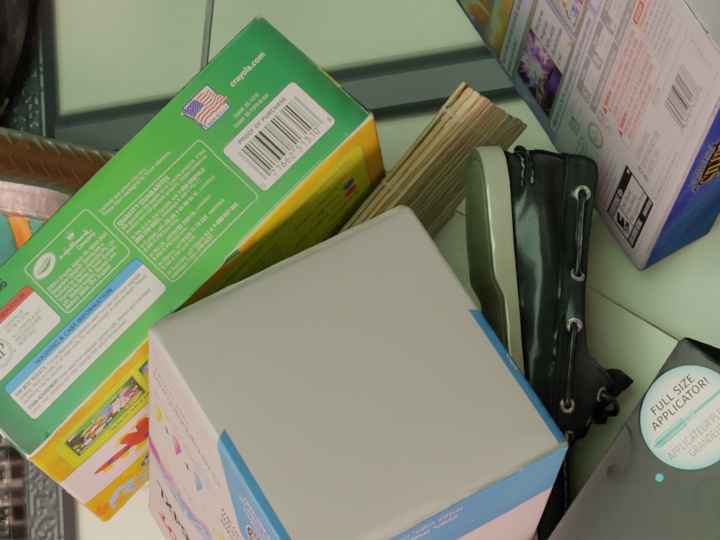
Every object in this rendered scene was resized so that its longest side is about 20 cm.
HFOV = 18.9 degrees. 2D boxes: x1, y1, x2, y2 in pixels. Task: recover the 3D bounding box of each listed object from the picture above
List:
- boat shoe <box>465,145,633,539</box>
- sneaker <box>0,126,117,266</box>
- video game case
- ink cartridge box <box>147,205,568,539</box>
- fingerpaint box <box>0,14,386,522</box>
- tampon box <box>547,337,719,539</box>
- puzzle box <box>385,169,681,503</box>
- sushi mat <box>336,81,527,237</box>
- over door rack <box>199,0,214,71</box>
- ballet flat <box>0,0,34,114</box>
[{"bbox_3d":[0.089,0.042,0.973,0.066,0.074,0.201,-6,88,-8],"label":"boat shoe"},{"bbox_3d":[-0.140,-0.014,1.106,0.199,0.071,0.080,17,124,11],"label":"sneaker"},{"bbox_3d":[0.108,-0.119,0.945,0.045,0.200,0.182,-28,72,-15],"label":"video game case"},{"bbox_3d":[-0.009,0.094,0.934,0.125,0.200,0.129,-25,65,-19],"label":"ink cartridge box"},{"bbox_3d":[-0.081,0.004,0.960,0.073,0.167,0.200,43,82,14],"label":"fingerpaint box"},{"bbox_3d":[0.188,0.147,0.913,0.200,0.126,0.150,35,97,22],"label":"tampon box"},{"bbox_3d":[0.043,0.044,1.040,0.200,0.025,0.133,32,96,23],"label":"puzzle box"},{"bbox_3d":[0.000,0.000,0.997,0.012,0.096,0.200,43,100,17],"label":"sushi mat"},{"bbox_3d":[-0.123,-0.157,1.086,0.147,0.067,0.201,20,109,22],"label":"over door rack"},{"bbox_3d":[-0.206,-0.168,1.165,0.066,0.057,0.201,4,90,-5],"label":"ballet flat"}]
